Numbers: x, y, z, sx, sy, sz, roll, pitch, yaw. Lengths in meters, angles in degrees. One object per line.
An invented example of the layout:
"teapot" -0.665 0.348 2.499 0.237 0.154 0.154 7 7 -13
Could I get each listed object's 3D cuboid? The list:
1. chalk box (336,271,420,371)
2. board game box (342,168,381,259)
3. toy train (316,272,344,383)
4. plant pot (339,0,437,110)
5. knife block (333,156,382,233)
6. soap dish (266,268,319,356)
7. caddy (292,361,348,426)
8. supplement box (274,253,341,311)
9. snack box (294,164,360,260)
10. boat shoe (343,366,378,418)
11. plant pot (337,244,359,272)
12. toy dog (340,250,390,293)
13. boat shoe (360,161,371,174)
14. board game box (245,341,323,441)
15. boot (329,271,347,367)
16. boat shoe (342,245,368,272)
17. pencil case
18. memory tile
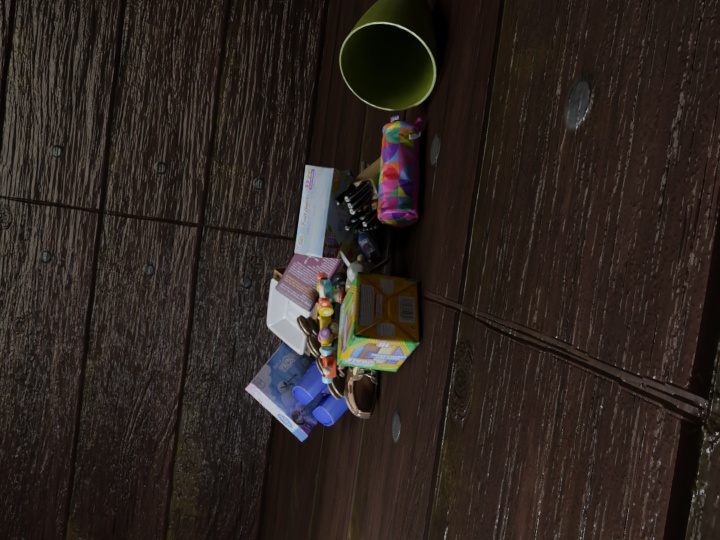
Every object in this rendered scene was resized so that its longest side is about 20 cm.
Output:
"chalk box" 0.025 0.107 1.198 0.201 0.121 0.127 118 157 -60
"board game box" -0.003 -0.133 1.517 0.202 0.034 0.137 -98 -18 -54
"toy train" -0.054 0.108 1.269 0.150 0.054 0.205 -122 30 -75
"plant pot" 0.073 -0.449 1.243 0.188 0.183 0.203 114 175 -54
"knife block" 0.020 -0.169 1.271 0.063 0.174 0.205 -8 70 37
"soap dish" -0.166 0.105 1.681 0.081 0.156 0.203 -34 -30 -40
"caddy" -0.085 0.297 1.591 0.105 0.141 0.200 -46 -2 -22
"supplement box" -0.097 -0.026 1.498 0.202 0.102 0.131 -58 1 13
"snack box" -0.057 -0.112 1.304 0.200 0.066 0.173 4 -86 -73
"boat shoe" 0.005 0.211 1.365 0.072 0.074 0.203 114 158 -49
"plant pot" -0.082 -0.019 1.742 0.201 0.183 0.190 -55 28 41
"toy dog" 0.016 -0.004 1.298 0.200 0.129 0.099 152 129 -75
"boat shoe" 0.035 -0.177 1.463 0.203 0.067 0.076 -96 5 -45
"board game box" -0.171 0.305 1.692 0.043 0.198 0.201 -46 4 41
"boot" -0.046 0.134 1.435 0.167 0.064 0.203 99 168 -48
"boat shoe" 0.000 0.000 1.518 0.203 0.070 0.069 -94 18 -46
"pencil case" 0.077 -0.188 1.228 0.088 0.086 0.205 136 139 -72
"memory tile" -0.071 0.189 1.427 0.203 0.017 0.153 62 -168 16
